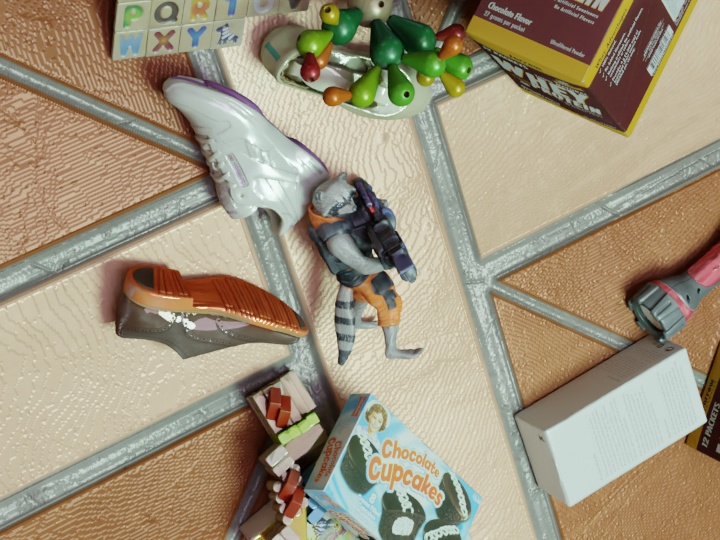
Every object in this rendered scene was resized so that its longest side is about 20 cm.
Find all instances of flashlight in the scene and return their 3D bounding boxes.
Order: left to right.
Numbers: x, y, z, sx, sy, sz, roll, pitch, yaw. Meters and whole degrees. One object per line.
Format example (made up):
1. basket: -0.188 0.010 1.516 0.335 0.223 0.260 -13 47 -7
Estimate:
1. flashlight: 0.395 -0.004 1.882 0.200 0.068 0.068 -40 111 -12

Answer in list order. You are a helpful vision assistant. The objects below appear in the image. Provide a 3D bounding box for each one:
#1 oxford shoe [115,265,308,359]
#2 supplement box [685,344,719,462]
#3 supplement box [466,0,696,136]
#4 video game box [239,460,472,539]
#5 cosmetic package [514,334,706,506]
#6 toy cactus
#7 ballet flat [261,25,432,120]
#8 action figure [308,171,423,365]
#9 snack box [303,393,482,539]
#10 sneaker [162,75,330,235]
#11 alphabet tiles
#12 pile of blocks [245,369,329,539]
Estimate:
1. oxford shoe: -0.148 0.050 1.636 0.198 0.071 0.073 14 115 -24
2. supplement box: 0.527 0.189 1.915 0.195 0.200 0.134 17 95 -28
3. supplement box: 0.232 -0.269 1.643 0.199 0.132 0.200 -63 156 0
4. video game box: -0.003 0.280 1.763 0.199 0.047 0.183 -39 117 -14
5. cosmetic package: 0.283 0.167 1.863 0.199 0.071 0.102 -28 112 -19
6. toy cactus: 0.019 -0.234 1.596 0.198 0.103 0.166 -4 59 -23
7. ballet flat: -0.006 -0.186 1.642 0.198 0.069 0.070 13 96 -27
8. action figure: 0.000 0.000 1.626 0.104 0.200 0.195 -21 112 -3
9. snack box: 0.037 0.230 1.704 0.200 0.037 0.117 44 59 -31
10. sneaker: -0.119 -0.110 1.599 0.199 0.075 0.100 37 83 -28
11. alphabet tiles: -0.131 -0.273 1.543 0.198 0.008 0.168 -10 139 -24
12. pile of blocks: -0.062 0.202 1.673 0.081 0.062 0.203 -7 87 -13
